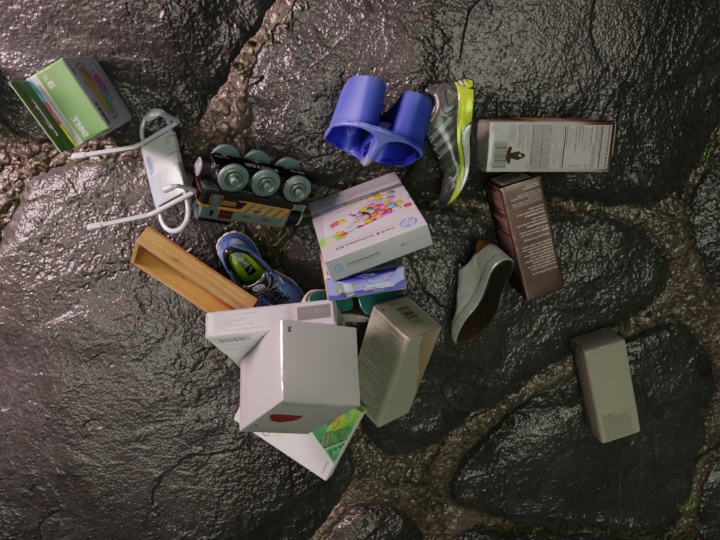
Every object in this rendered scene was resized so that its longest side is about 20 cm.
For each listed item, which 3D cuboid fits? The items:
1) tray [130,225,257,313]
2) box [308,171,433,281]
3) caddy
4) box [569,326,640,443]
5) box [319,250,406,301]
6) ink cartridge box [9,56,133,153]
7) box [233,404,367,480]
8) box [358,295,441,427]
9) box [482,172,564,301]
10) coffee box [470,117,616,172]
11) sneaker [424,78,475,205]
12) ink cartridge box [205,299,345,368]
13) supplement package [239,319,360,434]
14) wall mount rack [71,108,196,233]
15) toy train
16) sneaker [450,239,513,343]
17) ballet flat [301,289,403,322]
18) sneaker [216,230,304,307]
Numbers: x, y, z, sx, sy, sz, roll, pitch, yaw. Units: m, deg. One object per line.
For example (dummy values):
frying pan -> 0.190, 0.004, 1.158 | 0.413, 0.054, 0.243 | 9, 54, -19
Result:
tray -> -0.266, 0.015, 1.034 | 0.200, 0.099, 0.037 | 34, 61, -10
box -> 0.008, -0.073, 0.994 | 0.156, 0.200, 0.041 | -20, 123, 1
caddy -> 0.024, -0.206, 0.964 | 0.141, 0.200, 0.105 | 17, 88, -9
box -> 0.454, 0.213, 1.206 | 0.082, 0.068, 0.200 | -16, 108, -2
box -> 0.000, 0.000, 1.016 | 0.119, 0.200, 0.042 | -9, 108, -3
ink cartridge box -> -0.389, -0.233, 0.897 | 0.059, 0.200, 0.104 | -28, 109, 4
box -> -0.106, 0.248, 1.125 | 0.200, 0.036, 0.145 | 29, 103, 12
box -> 0.053, 0.153, 1.089 | 0.078, 0.095, 0.200 | -15, 135, -38
box -> 0.272, -0.061, 1.083 | 0.075, 0.100, 0.200 | -17, 109, -1
coffee box -> 0.282, -0.201, 1.034 | 0.199, 0.114, 0.080 | -1, 107, -8
sneaker -> 0.134, -0.205, 1.044 | 0.081, 0.074, 0.201 | 2, 100, -1
ink cartridge box -> -0.122, 0.105, 1.034 | 0.199, 0.174, 0.044 | -6, 67, 5
supplement package -> -0.097, 0.167, 0.979 | 0.121, 0.200, 0.120 | 9, 62, -24
wall mount rack -> -0.333, -0.144, 0.968 | 0.173, 0.075, 0.200 | -21, 78, 25
toy train -> -0.166, -0.122, 1.004 | 0.200, 0.085, 0.114 | 6, 126, -34
sneaker -> 0.198, 0.035, 1.131 | 0.073, 0.085, 0.200 | -4, 130, -32
ballet flat -> -0.017, 0.062, 1.100 | 0.200, 0.069, 0.070 | 0, 109, -31
sneaker -> -0.162, 0.027, 1.064 | 0.079, 0.089, 0.200 | -42, 109, 7
